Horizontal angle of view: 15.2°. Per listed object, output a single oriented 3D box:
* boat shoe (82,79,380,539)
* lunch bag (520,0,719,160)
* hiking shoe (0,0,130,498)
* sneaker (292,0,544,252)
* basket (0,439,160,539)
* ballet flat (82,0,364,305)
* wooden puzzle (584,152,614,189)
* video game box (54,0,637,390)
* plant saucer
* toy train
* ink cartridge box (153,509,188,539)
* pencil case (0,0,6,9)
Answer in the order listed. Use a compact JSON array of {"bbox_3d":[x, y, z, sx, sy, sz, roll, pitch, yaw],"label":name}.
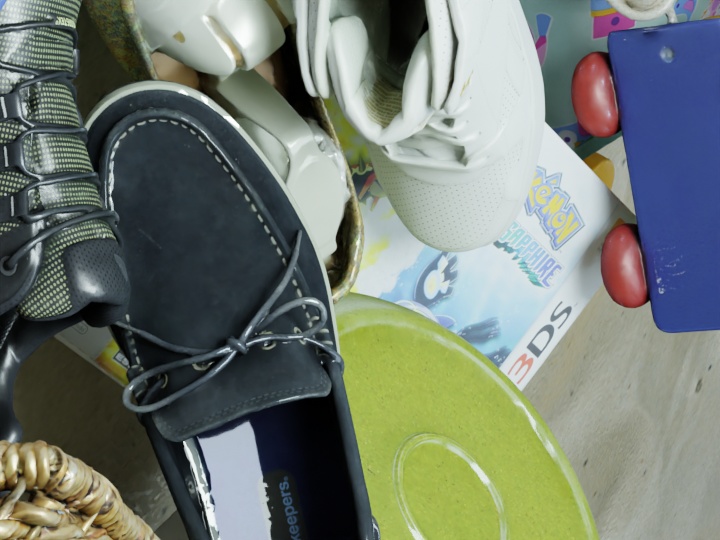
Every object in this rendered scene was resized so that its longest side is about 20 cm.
[{"bbox_3d":[-0.038,0.033,0.855,0.062,0.075,0.200,141,-68,-85],"label":"boat shoe"},{"bbox_3d":[0.117,-0.165,1.163,0.200,0.122,0.170,-32,141,-45],"label":"lunch bag"},{"bbox_3d":[-0.103,-0.028,0.833,0.076,0.101,0.200,-6,119,-66],"label":"hiking shoe"},{"bbox_3d":[0.014,-0.064,0.901,0.116,0.074,0.200,-65,156,-47],"label":"sneaker"},{"bbox_3d":[-0.149,0.122,0.835,0.149,0.143,0.200,-63,158,-13],"label":"basket"},{"bbox_3d":[-0.042,-0.066,0.901,0.071,0.071,0.200,-49,136,-35],"label":"ballet flat"},{"bbox_3d":[0.064,-0.013,1.303,0.200,0.046,0.185,-66,158,2],"label":"wooden puzzle"},{"bbox_3d":[0.000,0.000,1.045,0.182,0.047,0.200,-55,135,-5],"label":"video game box"},{"bbox_3d":[0.024,0.088,0.958,0.031,0.200,0.200,-35,178,36],"label":"plant saucer"},{"bbox_3d":[0.141,-0.085,1.080,0.116,0.085,0.200,-30,112,-60],"label":"toy train"},{"bbox_3d":[-0.027,0.157,1.051,0.145,0.084,0.200,22,125,-37],"label":"ink cartridge box"},{"bbox_3d":[-0.120,-0.101,0.744,0.087,0.078,0.200,40,74,-37],"label":"pencil case"}]
